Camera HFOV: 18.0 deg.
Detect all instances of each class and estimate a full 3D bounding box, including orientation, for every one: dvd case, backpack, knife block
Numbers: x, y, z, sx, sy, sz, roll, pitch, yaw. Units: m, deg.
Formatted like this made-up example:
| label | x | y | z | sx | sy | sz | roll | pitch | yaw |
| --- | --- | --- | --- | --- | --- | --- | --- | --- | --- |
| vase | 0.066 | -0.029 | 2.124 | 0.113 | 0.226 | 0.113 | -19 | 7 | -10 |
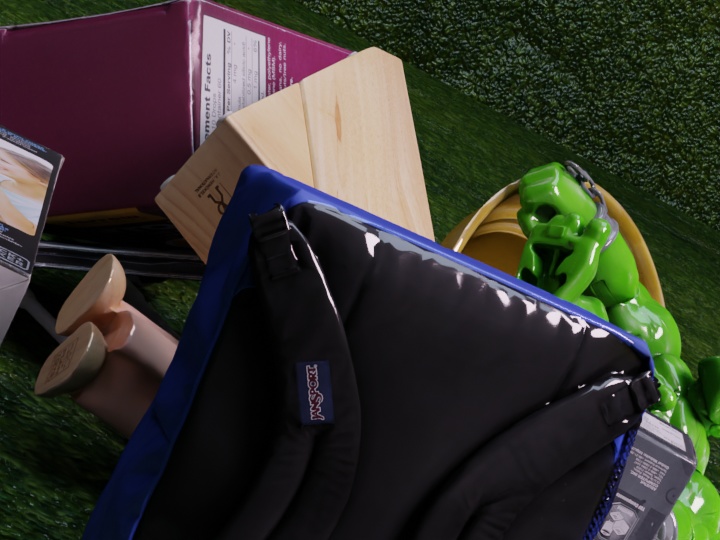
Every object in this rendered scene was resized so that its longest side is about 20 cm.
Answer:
| label | x | y | z | sx | sy | sz | roll | pitch | yaw |
| --- | --- | --- | --- | --- | --- | --- | --- | --- | --- |
| dvd case | -0.089 | -0.003 | 1.159 | 0.198 | 0.016 | 0.149 | 5 | -1 | -7 |
| backpack | -0.008 | 0.084 | 0.804 | 0.161 | 0.201 | 0.168 | 23 | 3 | -9 |
| knife block | 0.000 | 0.000 | 1.044 | 0.176 | 0.064 | 0.200 | 50 | 35 | 5 |

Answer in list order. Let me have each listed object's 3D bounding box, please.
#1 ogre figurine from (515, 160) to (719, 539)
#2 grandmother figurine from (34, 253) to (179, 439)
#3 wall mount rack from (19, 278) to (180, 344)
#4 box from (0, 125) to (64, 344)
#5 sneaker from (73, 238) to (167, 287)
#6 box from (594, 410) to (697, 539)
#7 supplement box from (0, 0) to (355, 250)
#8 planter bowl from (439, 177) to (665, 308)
| label | x | y | z | sx | sy | sz | roll | pitch | yaw |
| --- | --- | --- | --- | --- | --- | --- | --- | --- | --- |
| ogre figurine | 0.121 | 0.055 | 1.044 | 0.120 | 0.098 | 0.201 | 39 | 15 | -49 |
| grandmother figurine | -0.049 | 0.081 | 1.013 | 0.199 | 0.060 | 0.122 | 34 | 53 | -23 |
| wall mount rack | -0.080 | 0.039 | 1.157 | 0.172 | 0.075 | 0.200 | 1 | -2 | 23 |
| box | -0.174 | 0.013 | 0.909 | 0.060 | 0.117 | 0.200 | 25 | 13 | -10 |
| sneaker | -0.086 | -0.014 | 1.343 | 0.198 | 0.076 | 0.116 | 10 | 20 | 1 |
| box | 0.014 | 0.091 | 0.927 | 0.199 | 0.158 | 0.051 | 29 | 11 | -1 |
| supplement box | -0.086 | -0.069 | 1.181 | 0.130 | 0.104 | 0.200 | -4 | -7 | 28 |
| planter bowl | 0.064 | 0.052 | 1.124 | 0.083 | 0.202 | 0.200 | 2 | -10 | 41 |
